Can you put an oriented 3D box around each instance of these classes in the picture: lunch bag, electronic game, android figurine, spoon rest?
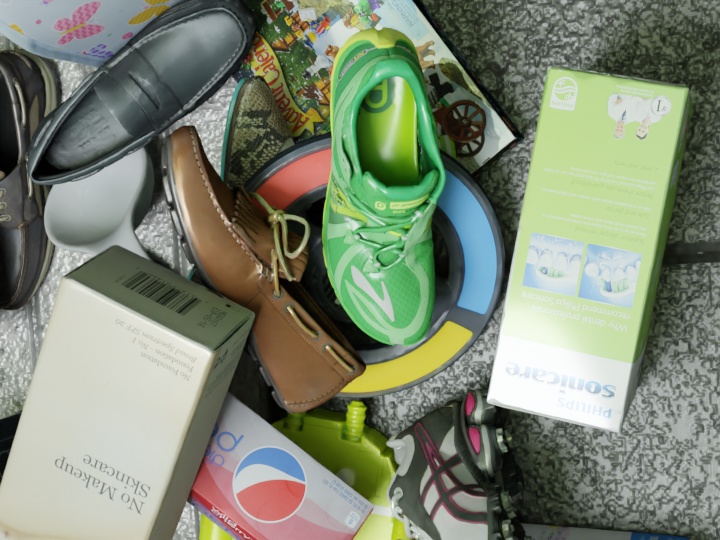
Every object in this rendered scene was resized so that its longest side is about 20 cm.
[{"bbox_3d":[-0.174,-0.236,0.808,0.169,0.200,0.128,-40,83,17],"label":"lunch bag"},{"bbox_3d":[0.000,0.000,0.814,0.197,0.042,0.202,-2,118,-3],"label":"electronic game"},{"bbox_3d":[-0.032,0.189,0.881,0.180,0.041,0.203,10,99,16],"label":"android figurine"},{"bbox_3d":[-0.171,-0.030,0.862,0.099,0.061,0.200,-43,51,3],"label":"spoon rest"}]

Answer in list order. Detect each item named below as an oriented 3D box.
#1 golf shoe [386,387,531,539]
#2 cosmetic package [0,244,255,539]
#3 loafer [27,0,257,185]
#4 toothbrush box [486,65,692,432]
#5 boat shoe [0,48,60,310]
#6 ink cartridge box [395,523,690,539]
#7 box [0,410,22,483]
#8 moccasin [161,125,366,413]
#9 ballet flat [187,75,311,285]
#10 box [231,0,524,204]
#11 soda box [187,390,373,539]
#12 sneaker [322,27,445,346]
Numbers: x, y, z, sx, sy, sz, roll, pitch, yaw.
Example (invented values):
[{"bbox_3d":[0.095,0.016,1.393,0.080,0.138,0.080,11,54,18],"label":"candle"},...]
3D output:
[{"bbox_3d":[0.064,0.164,0.774,0.087,0.201,0.078,-18,120,11],"label":"golf shoe"},{"bbox_3d":[-0.149,0.100,0.733,0.103,0.073,0.202,24,111,8],"label":"cosmetic package"},{"bbox_3d":[-0.154,-0.120,0.839,0.199,0.071,0.068,-32,113,22],"label":"loafer"},{"bbox_3d":[0.148,-0.017,0.753,0.085,0.145,0.203,10,98,16],"label":"toothbrush box"},{"bbox_3d":[-0.280,-0.069,0.920,0.074,0.073,0.203,4,95,17],"label":"boat shoe"},{"bbox_3d":[0.122,0.238,0.821,0.197,0.067,0.118,2,95,17],"label":"ink cartridge box"},{"bbox_3d":[-0.244,0.218,0.891,0.200,0.148,0.107,43,104,10],"label":"box"},{"bbox_3d":[-0.059,-0.003,0.753,0.077,0.074,0.203,-28,107,4],"label":"moccasin"},{"bbox_3d":[-0.072,-0.037,0.847,0.075,0.068,0.202,24,121,7],"label":"ballet flat"},{"bbox_3d":[0.001,-0.128,0.846,0.136,0.038,0.201,-39,83,16],"label":"box"},{"bbox_3d":[-0.091,0.128,0.812,0.199,0.063,0.070,37,69,2],"label":"soda box"},{"bbox_3d":[0.012,-0.042,0.731,0.073,0.084,0.202,-7,111,-4],"label":"sneaker"}]
